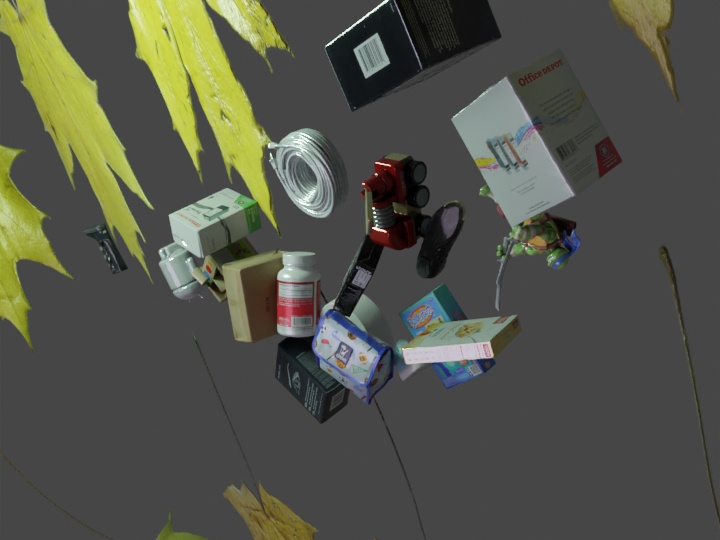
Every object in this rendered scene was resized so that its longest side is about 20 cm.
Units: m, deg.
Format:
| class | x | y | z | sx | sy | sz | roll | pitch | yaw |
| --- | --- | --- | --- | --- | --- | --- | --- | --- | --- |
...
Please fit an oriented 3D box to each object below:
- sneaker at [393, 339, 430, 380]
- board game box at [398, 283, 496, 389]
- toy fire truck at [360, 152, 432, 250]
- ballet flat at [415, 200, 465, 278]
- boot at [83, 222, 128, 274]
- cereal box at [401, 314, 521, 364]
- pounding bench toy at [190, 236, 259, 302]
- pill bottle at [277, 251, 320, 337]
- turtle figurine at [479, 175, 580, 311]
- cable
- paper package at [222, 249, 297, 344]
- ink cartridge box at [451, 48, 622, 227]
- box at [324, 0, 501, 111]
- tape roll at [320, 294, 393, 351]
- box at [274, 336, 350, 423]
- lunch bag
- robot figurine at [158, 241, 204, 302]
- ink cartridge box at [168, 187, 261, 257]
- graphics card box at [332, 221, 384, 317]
| class | x | y | z | sx | sy | sz | roll | pitch | yaw |
| --- | --- | --- | --- | --- | --- | --- | --- | --- | --- |
| sneaker | 0.103 | 0.197 | 1.682 | 0.083 | 0.073 | 0.200 | 61 | 168 | 5 |
| board game box | 0.184 | 0.145 | 1.605 | 0.202 | 0.045 | 0.152 | 57 | 147 | 2 |
| toy fire truck | 0.050 | -0.111 | 1.443 | 0.128 | 0.199 | 0.179 | 20 | 130 | 43 |
| ballet flat | 0.161 | -0.064 | 1.482 | 0.066 | 0.056 | 0.202 | 43 | 136 | 20 |
| boot | -1.015 | -0.084 | 2.961 | 0.164 | 0.065 | 0.203 | 0 | 120 | 54 |
| cereal box | 0.197 | 0.134 | 1.448 | 0.197 | 0.143 | 0.040 | -11 | 101 | 35 |
| pounding bench toy | -0.404 | 0.007 | 2.117 | 0.125 | 0.199 | 0.156 | 49 | 144 | 12 |
| pill bottle | -0.155 | 0.059 | 1.879 | 0.111 | 0.111 | 0.204 | 9 | 101 | 48 |
| turtle figurine | 0.248 | -0.065 | 1.254 | 0.199 | 0.143 | 0.196 | -35 | 69 | 23 |
| cable | -0.110 | -0.219 | 1.685 | 0.198 | 0.069 | 0.203 | -3 | 113 | 52 |
| paper package | -0.247 | 0.064 | 1.944 | 0.103 | 0.188 | 0.204 | 9 | 112 | 52 |
| ink cartridge box | 0.268 | -0.202 | 1.143 | 0.144 | 0.144 | 0.202 | -27 | 93 | 56 |
| box | 0.082 | -0.371 | 1.205 | 0.199 | 0.197 | 0.125 | -14 | 103 | 54 |
| tape roll | -0.011 | 0.155 | 1.841 | 0.201 | 0.070 | 0.205 | 32 | 138 | 34 |
| box | -0.125 | 0.275 | 1.965 | 0.200 | 0.104 | 0.149 | 41 | 143 | 24 |
| lunch bag | -0.016 | 0.187 | 1.673 | 0.169 | 0.124 | 0.201 | 33 | 152 | 18 |
| robot figurine | -0.579 | 0.008 | 2.419 | 0.168 | 0.112 | 0.203 | -15 | 104 | 48 |
| ink cartridge box | -0.388 | -0.130 | 1.991 | 0.145 | 0.199 | 0.085 | 25 | 133 | 38 |
| graphics card box | 0.000 | 0.000 | 1.658 | 0.050 | 0.127 | 0.201 | 23 | 141 | -2 |
